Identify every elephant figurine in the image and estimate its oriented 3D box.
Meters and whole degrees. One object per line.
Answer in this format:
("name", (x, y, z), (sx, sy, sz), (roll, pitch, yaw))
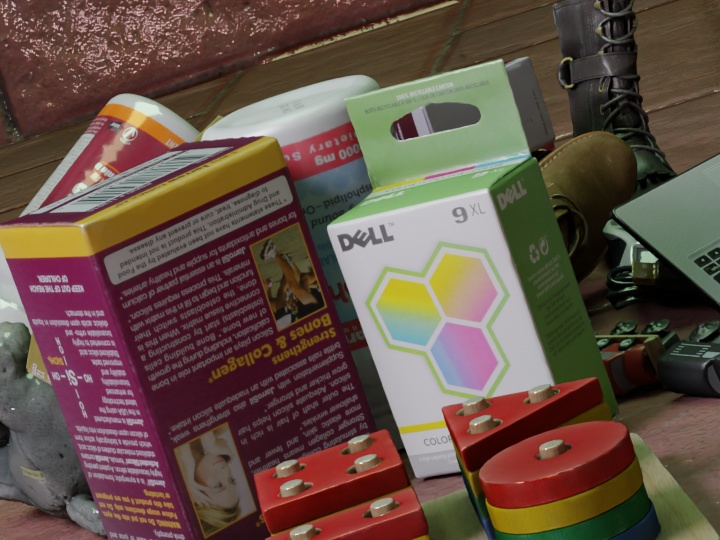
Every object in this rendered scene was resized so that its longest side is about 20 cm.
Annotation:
("elephant figurine", (-0.143, 0.053, 1.563), (0.200, 0.156, 0.141), (-33, 6, -32))

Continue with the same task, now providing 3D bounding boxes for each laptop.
("laptop", (0.279, -0.042, 1.408), (0.187, 0.116, 0.200), (-26, 57, -36))

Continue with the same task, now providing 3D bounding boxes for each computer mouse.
("computer mouse", (0.190, 0.001, 1.535), (0.109, 0.044, 0.200), (-3, 9, -1))

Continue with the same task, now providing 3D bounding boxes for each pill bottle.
("pill bottle", (-0.181, -0.012, 1.751), (0.200, 0.110, 0.109), (-54, 23, -16))
("pill bottle", (-0.012, 0.000, 1.467), (0.108, 0.201, 0.109), (-18, 11, 3))

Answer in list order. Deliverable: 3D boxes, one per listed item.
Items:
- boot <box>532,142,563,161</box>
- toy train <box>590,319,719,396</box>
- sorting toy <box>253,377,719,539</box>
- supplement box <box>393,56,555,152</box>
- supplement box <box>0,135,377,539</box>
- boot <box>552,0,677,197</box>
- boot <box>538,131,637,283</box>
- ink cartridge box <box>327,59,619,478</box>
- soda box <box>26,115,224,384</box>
("boot", (0.111, -0.060, 1.742), (0.144, 0.072, 0.200), (-39, 9, 43))
("toy train", (0.145, 0.050, 1.416), (0.046, 0.034, 0.200), (-39, 21, -28))
("sorting toy", (0.046, 0.112, 1.172), (0.198, 0.070, 0.200), (-19, 11, -2))
("supplement box", (0.018, -0.082, 1.700), (0.109, 0.061, 0.199), (-27, 11, -41))
("supplement box", (-0.087, 0.045, 1.370), (0.130, 0.201, 0.103), (-25, 13, -32))
("boot", (0.172, -0.108, 1.738), (0.069, 0.175, 0.200), (-7, 6, -19))
("boot", (0.123, -0.022, 1.605), (0.200, 0.074, 0.075), (-47, 8, -33))
("ink cartridge box", (0.051, 0.002, 1.354), (0.103, 0.201, 0.059), (-11, 13, 34))
("soda box", (-0.110, -0.003, 1.504), (0.067, 0.064, 0.200), (28, 45, 13))
